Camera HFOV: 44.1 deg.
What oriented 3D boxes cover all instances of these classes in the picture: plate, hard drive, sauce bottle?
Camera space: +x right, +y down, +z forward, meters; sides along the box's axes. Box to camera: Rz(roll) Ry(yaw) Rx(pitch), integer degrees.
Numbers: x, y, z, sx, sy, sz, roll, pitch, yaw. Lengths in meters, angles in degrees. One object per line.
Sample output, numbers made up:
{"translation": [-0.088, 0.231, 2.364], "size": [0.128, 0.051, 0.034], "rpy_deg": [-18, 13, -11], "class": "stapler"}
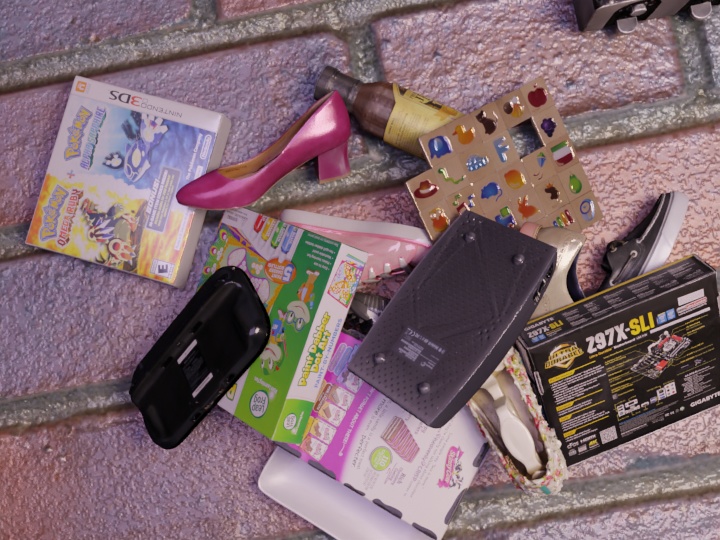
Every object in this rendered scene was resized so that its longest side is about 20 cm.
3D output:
{"translation": [0.021, 0.196, 0.952], "size": [0.199, 0.032, 0.201], "rpy_deg": [30, 88, 7], "class": "plate"}
{"translation": [0.090, 0.045, 0.844], "size": [0.134, 0.042, 0.201], "rpy_deg": [28, 77, 45], "class": "hard drive"}
{"translation": [0.045, -0.166, 0.971], "size": [0.198, 0.065, 0.065], "rpy_deg": [25, 87, 5], "class": "sauce bottle"}

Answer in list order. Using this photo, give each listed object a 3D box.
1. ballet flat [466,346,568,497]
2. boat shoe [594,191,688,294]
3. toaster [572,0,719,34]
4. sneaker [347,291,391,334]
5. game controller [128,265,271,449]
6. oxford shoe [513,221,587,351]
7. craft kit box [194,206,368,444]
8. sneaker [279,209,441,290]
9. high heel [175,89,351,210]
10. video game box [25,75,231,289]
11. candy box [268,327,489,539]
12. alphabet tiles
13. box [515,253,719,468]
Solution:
{"translation": [0.133, 0.121, 0.844], "size": [0.075, 0.064, 0.201], "rpy_deg": [-35, 71, 8], "class": "ballet flat"}
{"translation": [0.278, 0.001, 0.934], "size": [0.056, 0.069, 0.201], "rpy_deg": [28, 89, 7], "class": "boat shoe"}
{"translation": [0.306, -0.363, 0.942], "size": [0.179, 0.119, 0.202], "rpy_deg": [-11, 84, 3], "class": "toaster"}
{"translation": [0.079, 0.051, 0.938], "size": [0.198, 0.066, 0.091], "rpy_deg": [23, 76, -10], "class": "sneaker"}
{"translation": [-0.167, 0.091, 0.910], "size": [0.200, 0.042, 0.105], "rpy_deg": [-48, 64, 23], "class": "game controller"}
{"translation": [0.192, 0.054, 0.906], "size": [0.073, 0.071, 0.202], "rpy_deg": [7, 110, 23], "class": "oxford shoe"}
{"translation": [-0.101, 0.047, 0.910], "size": [0.199, 0.048, 0.200], "rpy_deg": [20, 93, 45], "class": "craft kit box"}
{"translation": [0.000, 0.000, 0.952], "size": [0.198, 0.075, 0.106], "rpy_deg": [9, 81, 13], "class": "sneaker"}
{"translation": [-0.105, -0.127, 0.945], "size": [0.198, 0.068, 0.097], "rpy_deg": [-12, 120, -7], "class": "high heel"}
{"translation": [-0.260, -0.100, 1.000], "size": [0.180, 0.047, 0.202], "rpy_deg": [14, 85, 8], "class": "video game box"}
{"translation": [0.026, 0.162, 0.908], "size": [0.199, 0.061, 0.137], "rpy_deg": [30, 85, 7], "class": "candy box"}
{"translation": [0.148, -0.088, 0.932], "size": [0.199, 0.008, 0.168], "rpy_deg": [-28, 97, -18], "class": "alphabet tiles"}
{"translation": [0.266, 0.093, 0.890], "size": [0.198, 0.049, 0.161], "rpy_deg": [-22, 116, -1], "class": "box"}
